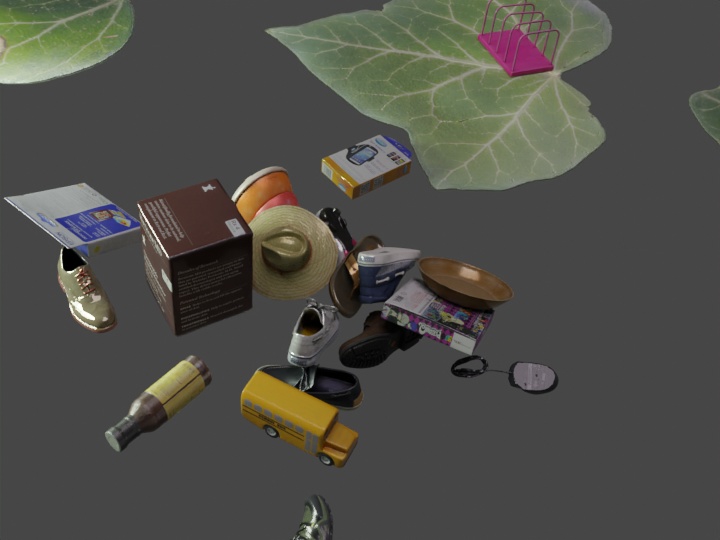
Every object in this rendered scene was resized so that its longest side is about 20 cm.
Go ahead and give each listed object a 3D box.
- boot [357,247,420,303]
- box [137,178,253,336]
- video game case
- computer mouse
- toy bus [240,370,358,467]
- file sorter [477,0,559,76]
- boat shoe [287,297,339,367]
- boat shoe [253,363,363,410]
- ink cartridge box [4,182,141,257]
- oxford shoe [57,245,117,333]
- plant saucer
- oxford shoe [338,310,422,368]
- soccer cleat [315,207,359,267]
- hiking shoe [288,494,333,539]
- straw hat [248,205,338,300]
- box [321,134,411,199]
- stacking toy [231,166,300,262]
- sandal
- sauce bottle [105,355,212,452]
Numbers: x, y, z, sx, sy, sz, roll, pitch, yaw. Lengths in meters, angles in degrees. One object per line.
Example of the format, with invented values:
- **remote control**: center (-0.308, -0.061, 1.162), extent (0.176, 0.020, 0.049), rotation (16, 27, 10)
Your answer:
- **boot**: center (0.051, 0.008, 1.656), extent (0.071, 0.093, 0.199), rotation (8, 9, 31)
- **box**: center (-0.302, -0.024, 1.618), extent (0.161, 0.203, 0.167), rotation (-19, 49, -24)
- **video game case**: center (0.148, 0.080, 1.631), extent (0.178, 0.037, 0.200), rotation (21, 18, 12)
- **computer mouse**: center (0.263, 0.192, 1.604), extent (0.195, 0.034, 0.060), rotation (8, 61, 8)
- **toy bus**: center (-0.100, 0.247, 1.460), extent (0.197, 0.079, 0.065), rotation (23, 46, 16)
- **file sorter**: center (0.433, -0.645, 2.392), extent (0.136, 0.127, 0.202), rotation (-12, 47, -19)
- **boat shoe**: center (-0.082, 0.089, 1.578), extent (0.073, 0.088, 0.202), rotation (13, 23, 12)
- **boat shoe**: center (-0.090, 0.193, 1.529), extent (0.195, 0.063, 0.076), rotation (11, 46, 5)
- **ink cartridge box**: center (-0.560, -0.098, 1.727), extent (0.196, 0.048, 0.199), rotation (33, 31, 22)
- **oxford shoe**: center (-0.512, 0.035, 1.620), extent (0.070, 0.076, 0.200), rotation (-26, 54, -30)
- **plant saucer**: center (0.200, 0.030, 1.706), extent (0.196, 0.036, 0.201), rotation (16, 18, -5)
- **oxford shoe**: center (0.026, 0.121, 1.614), extent (0.198, 0.074, 0.084), rotation (-19, 46, -40)
- **soccer cleat**: center (-0.036, -0.030, 1.762), extent (0.069, 0.086, 0.203), rotation (-17, 72, -37)
- **hiking shoe**: center (-0.093, 0.419, 1.291), extent (0.098, 0.077, 0.203), rotation (7, 45, -5)
- **straw hat**: center (-0.142, -0.044, 1.677), extent (0.196, 0.085, 0.206), rotation (0, 79, 1)
- **box**: center (0.022, -0.241, 1.995), extent (0.198, 0.042, 0.119), rotation (-25, 53, -32)
- **stacking toy**: center (-0.161, -0.095, 1.784), extent (0.144, 0.147, 0.201), rotation (-27, 71, -30)
- **sandal**: center (0.000, 0.000, 1.675), extent (0.080, 0.054, 0.202), rotation (40, 52, -12)
- **sauce bottle**: center (-0.337, 0.222, 1.464), extent (0.064, 0.066, 0.199), rotation (32, 49, 23)
